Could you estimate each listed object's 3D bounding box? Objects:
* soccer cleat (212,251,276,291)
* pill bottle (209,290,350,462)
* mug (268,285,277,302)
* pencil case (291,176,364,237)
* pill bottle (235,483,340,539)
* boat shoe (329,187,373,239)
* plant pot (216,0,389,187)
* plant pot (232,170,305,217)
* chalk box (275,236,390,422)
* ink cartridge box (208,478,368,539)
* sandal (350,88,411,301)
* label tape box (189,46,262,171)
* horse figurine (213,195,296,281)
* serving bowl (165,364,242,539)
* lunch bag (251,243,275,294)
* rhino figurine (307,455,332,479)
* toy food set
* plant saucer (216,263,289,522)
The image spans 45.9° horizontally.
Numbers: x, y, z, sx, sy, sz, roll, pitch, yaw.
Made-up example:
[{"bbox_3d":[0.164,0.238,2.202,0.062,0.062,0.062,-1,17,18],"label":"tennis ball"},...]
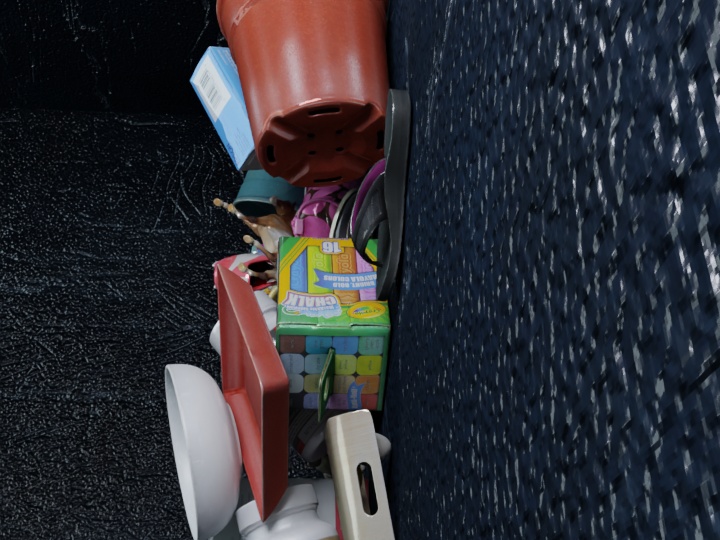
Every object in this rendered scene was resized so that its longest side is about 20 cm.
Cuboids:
[{"bbox_3d":[-0.121,-0.004,1.201,0.199,0.076,0.068,-17,-70,-50],"label":"soccer cleat"},{"bbox_3d":[-0.089,0.127,1.058,0.200,0.114,0.114,44,157,17],"label":"pill bottle"},{"bbox_3d":[-0.049,0.070,1.204,0.188,0.148,0.153,-59,-8,-6],"label":"mug"},{"bbox_3d":[-0.045,-0.092,1.183,0.201,0.092,0.092,-82,5,-67],"label":"pencil case"},{"bbox_3d":[-0.064,0.347,0.928,0.116,0.114,0.202,102,149,-67],"label":"pill bottle"},{"bbox_3d":[0.000,0.000,1.073,0.062,0.072,0.203,17,103,41],"label":"boat shoe"},{"bbox_3d":[-0.049,-0.211,0.921,0.202,0.197,0.198,100,162,-61],"label":"plant pot"},{"bbox_3d":[-0.087,-0.162,1.393,0.200,0.197,0.191,113,174,-78],"label":"plant pot"},{"bbox_3d":[-0.033,0.071,0.931,0.201,0.122,0.126,-96,9,-51],"label":"chalk box"},{"bbox_3d":[-0.091,0.355,1.076,0.146,0.196,0.146,99,172,-55],"label":"ink cartridge box"},{"bbox_3d":[0.016,-0.070,0.807,0.075,0.047,0.204,-101,13,-70],"label":"sandal"},{"bbox_3d":[-0.094,-0.202,1.064,0.066,0.198,0.144,-46,66,37],"label":"label tape box"},{"bbox_3d":[-0.115,-0.035,1.122,0.050,0.132,0.201,-50,45,21],"label":"horse figurine"},{"bbox_3d":[-0.177,0.203,0.981,0.200,0.065,0.204,170,90,-72],"label":"serving bowl"},{"bbox_3d":[-0.091,0.060,1.382,0.122,0.167,0.204,71,-160,-81],"label":"lunch bag"},{"bbox_3d":[-0.054,0.233,1.185,0.088,0.059,0.202,-105,-10,-67],"label":"rhino figurine"},{"bbox_3d":[0.005,0.227,0.880,0.200,0.059,0.146,102,157,-74],"label":"toy food set"},{"bbox_3d":[-0.114,0.126,0.911,0.200,0.036,0.202,-120,28,-48],"label":"plant saucer"}]
